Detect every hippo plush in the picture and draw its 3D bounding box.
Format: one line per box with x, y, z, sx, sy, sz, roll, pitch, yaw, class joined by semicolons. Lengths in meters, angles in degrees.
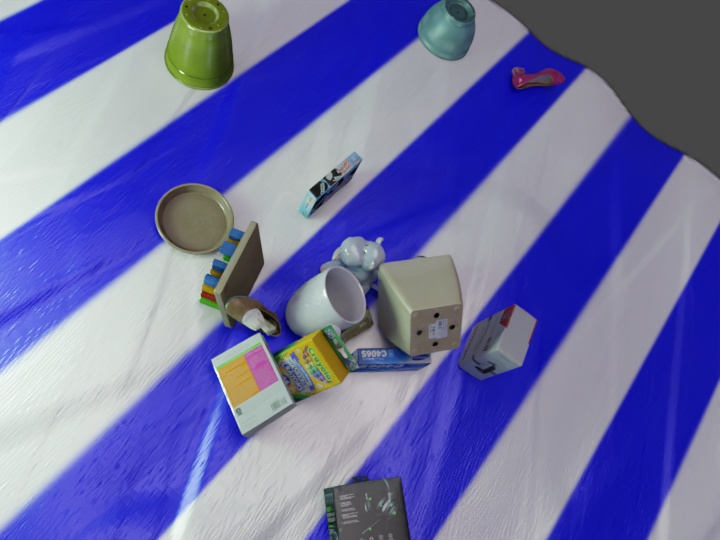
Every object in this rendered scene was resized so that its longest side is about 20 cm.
0.000;0.000;1.591;0.198;0.161;0.161;20;62;-6;hippo plush

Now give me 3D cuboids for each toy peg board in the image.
-0.323;0.001;1.473;0.097;0.200;0.202;19;62;6;toy peg board

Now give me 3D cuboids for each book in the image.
-0.246;0.259;1.401;0.133;0.048;0.201;-31;59;0;book

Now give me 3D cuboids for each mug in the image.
-0.095;0.113;1.494;0.147;0.174;0.202;25;49;-41;mug

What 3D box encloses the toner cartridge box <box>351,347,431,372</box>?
0.074;0.230;1.567;0.197;0.095;0.044;2;69;-18;toner cartridge box

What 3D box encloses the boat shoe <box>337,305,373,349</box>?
-0.044;0.168;1.570;0.200;0.073;0.064;-39;116;-33;boat shoe

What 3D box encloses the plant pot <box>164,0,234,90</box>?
-0.439;-0.645;1.689;0.198;0.193;0.203;7;66;-16;plant pot

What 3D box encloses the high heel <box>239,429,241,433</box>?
-0.252;0.288;1.459;0.067;0.095;0.202;42;31;-37;high heel

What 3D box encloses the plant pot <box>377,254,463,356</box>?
0.160;0.100;1.529;0.197;0.202;0.178;-7;31;-10;plant pot

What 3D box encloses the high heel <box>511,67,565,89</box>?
0.629;-0.662;2.144;0.197;0.068;0.097;9;56;-11;high heel

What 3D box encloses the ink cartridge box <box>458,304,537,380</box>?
0.364;0.196;1.626;0.082;0.200;0.148;33;62;-7;ink cartridge box

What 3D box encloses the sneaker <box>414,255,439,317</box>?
0.187;0.054;1.693;0.082;0.072;0.202;-20;77;-24;sneaker

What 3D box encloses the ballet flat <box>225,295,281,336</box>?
-0.245;0.118;1.452;0.068;0.200;0.072;-43;61;1;ballet flat

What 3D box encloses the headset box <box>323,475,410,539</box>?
0.015;0.578;1.403;0.172;0.093;0.202;-2;69;-20;headset box

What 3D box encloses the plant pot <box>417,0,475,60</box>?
0.310;-0.840;2.071;0.198;0.134;0.203;7;67;-16;plant pot

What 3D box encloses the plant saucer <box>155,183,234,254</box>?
-0.427;-0.131;1.574;0.198;0.029;0.203;7;66;-17;plant saucer

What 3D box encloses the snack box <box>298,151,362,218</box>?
-0.083;-0.237;1.691;0.037;0.116;0.200;44;62;2;snack box

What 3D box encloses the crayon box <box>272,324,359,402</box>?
-0.116;0.222;1.430;0.126;0.199;0.052;56;33;-7;crayon box
